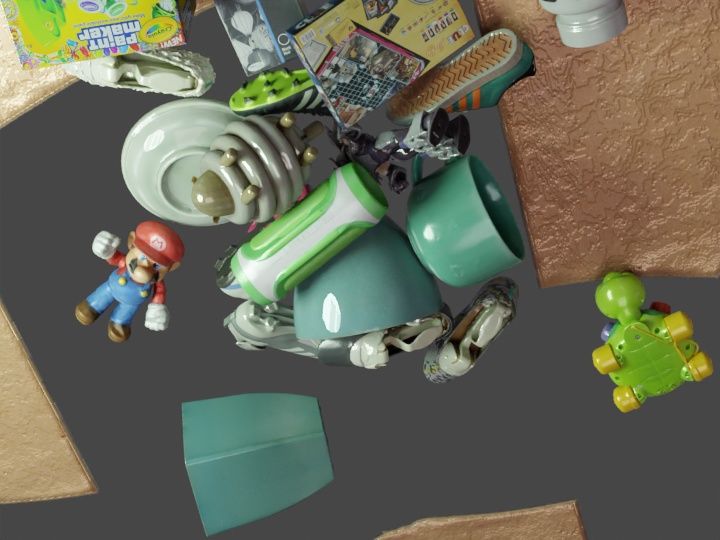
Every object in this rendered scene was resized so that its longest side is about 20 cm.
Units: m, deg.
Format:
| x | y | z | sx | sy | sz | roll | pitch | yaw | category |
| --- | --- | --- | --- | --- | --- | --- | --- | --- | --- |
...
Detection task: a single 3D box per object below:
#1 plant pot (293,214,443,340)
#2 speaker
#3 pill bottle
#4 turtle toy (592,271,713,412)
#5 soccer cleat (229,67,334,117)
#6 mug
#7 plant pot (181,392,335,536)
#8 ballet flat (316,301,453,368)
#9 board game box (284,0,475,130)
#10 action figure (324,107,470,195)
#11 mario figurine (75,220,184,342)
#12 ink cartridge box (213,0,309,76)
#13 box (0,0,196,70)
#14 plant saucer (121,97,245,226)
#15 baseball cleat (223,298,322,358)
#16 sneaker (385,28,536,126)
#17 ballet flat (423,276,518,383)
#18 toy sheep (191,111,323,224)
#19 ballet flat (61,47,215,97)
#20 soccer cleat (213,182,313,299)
| x | y | z | sx | sy | sz | roll | pitch | yaw | category |
| --- | --- | --- | --- | --- | --- | --- | --- | --- | --- |
| 0.000 | 0.000 | 1.658 | 0.197 | 0.200 | 0.137 | -11 | 95 | 5 | plant pot |
| -0.063 | -0.044 | 1.565 | 0.199 | 0.089 | 0.088 | -38 | 116 | 15 | speaker |
| 0.248 | -0.366 | 1.466 | 0.110 | 0.112 | 0.202 | -16 | 121 | 9 | pill bottle |
| 0.388 | 0.092 | 1.756 | 0.145 | 0.101 | 0.201 | -25 | 118 | 14 | turtle toy |
| -0.062 | -0.218 | 1.575 | 0.198 | 0.068 | 0.082 | -17 | 134 | 2 | soccer cleat |
| 0.123 | -0.069 | 1.638 | 0.114 | 0.187 | 0.152 | -27 | 143 | 18 | mug |
| -0.143 | 0.265 | 1.834 | 0.197 | 0.142 | 0.143 | -12 | 122 | -3 | plant pot |
| 0.040 | 0.092 | 1.732 | 0.198 | 0.073 | 0.074 | -18 | 123 | -16 | ballet flat |
| 0.026 | -0.281 | 1.514 | 0.199 | 0.035 | 0.136 | -36 | 119 | -8 | board game box |
| 0.035 | -0.150 | 1.567 | 0.199 | 0.070 | 0.130 | -13 | 149 | 42 | action figure |
| -0.306 | 0.018 | 1.691 | 0.123 | 0.107 | 0.200 | 2 | 138 | -44 | mario figurine |
| -0.130 | -0.340 | 1.518 | 0.098 | 0.039 | 0.201 | -19 | 119 | 11 | ink cartridge box |
| -0.309 | -0.355 | 1.457 | 0.197 | 0.123 | 0.194 | -9 | 123 | 4 | box |
| -0.206 | -0.124 | 1.622 | 0.197 | 0.051 | 0.202 | -3 | 131 | -4 | plant saucer |
| -0.095 | 0.086 | 1.773 | 0.198 | 0.071 | 0.106 | 23 | 152 | -28 | baseball cleat |
| 0.127 | -0.222 | 1.575 | 0.198 | 0.072 | 0.080 | -23 | 147 | 28 | sneaker |
| 0.151 | 0.096 | 1.774 | 0.072 | 0.072 | 0.201 | 28 | 117 | -17 | ballet flat |
| -0.120 | -0.127 | 1.537 | 0.199 | 0.137 | 0.139 | -30 | 125 | -25 | toy sheep |
| -0.276 | -0.250 | 1.555 | 0.197 | 0.072 | 0.072 | 7 | 122 | -5 | ballet flat |
| -0.112 | -0.038 | 1.695 | 0.086 | 0.070 | 0.200 | 26 | 121 | -35 | soccer cleat |
